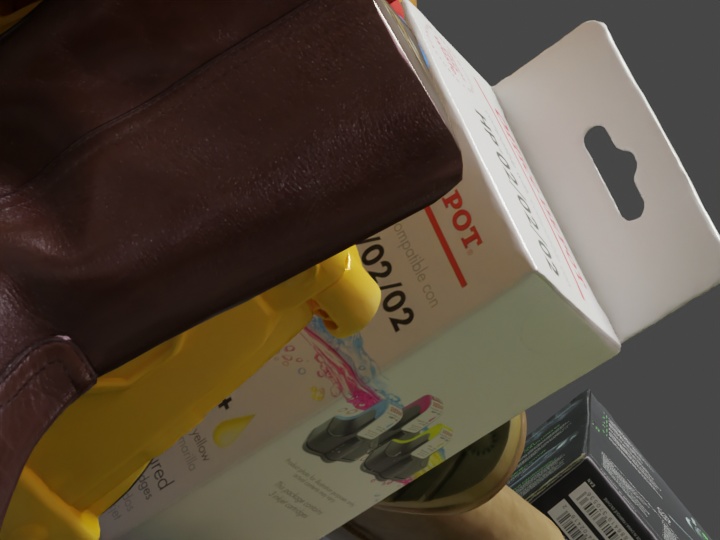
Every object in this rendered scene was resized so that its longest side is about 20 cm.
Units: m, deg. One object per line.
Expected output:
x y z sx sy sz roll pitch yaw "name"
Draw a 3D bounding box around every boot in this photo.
0.027 0.076 0.969 0.175 0.066 0.200 17 -15 39 "boot"
-0.043 0.020 0.552 0.186 0.200 0.064 53 -19 17 "boot"

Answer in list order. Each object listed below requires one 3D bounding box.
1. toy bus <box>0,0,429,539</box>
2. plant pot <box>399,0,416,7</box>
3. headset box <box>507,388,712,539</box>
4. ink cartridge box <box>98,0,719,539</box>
-0.071 -0.050 0.707 0.136 0.192 0.200 51 8 -37 "toy bus"
-0.063 -0.123 0.909 0.200 0.200 0.183 38 31 -56 "plant pot"
0.123 0.158 1.223 0.174 0.093 0.200 50 8 -2 "headset box"
0.000 0.000 0.836 0.068 0.200 0.115 39 21 -53 "ink cartridge box"
